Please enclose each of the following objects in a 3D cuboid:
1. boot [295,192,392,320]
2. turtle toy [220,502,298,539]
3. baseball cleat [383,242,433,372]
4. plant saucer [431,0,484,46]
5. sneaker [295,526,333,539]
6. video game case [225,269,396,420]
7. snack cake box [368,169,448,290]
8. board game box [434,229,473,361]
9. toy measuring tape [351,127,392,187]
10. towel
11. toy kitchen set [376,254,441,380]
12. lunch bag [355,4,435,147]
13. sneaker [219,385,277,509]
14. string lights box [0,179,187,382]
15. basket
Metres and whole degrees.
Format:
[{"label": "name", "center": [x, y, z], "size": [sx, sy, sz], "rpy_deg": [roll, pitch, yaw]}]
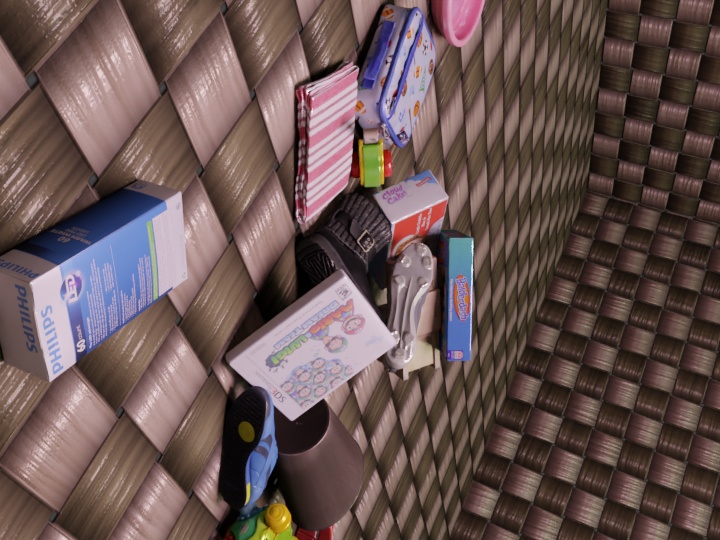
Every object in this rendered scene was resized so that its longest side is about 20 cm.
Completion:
[{"label": "boot", "center": [0.002, -0.001, 1.251], "size": [0.158, 0.078, 0.214], "rpy_deg": [-45, 113, -48]}, {"label": "turtle toy", "center": [-0.171, 0.436, 1.213], "size": [0.201, 0.099, 0.148], "rpy_deg": [-56, 153, -36]}, {"label": "baseball cleat", "center": [0.064, 0.059, 1.276], "size": [0.107, 0.068, 0.204], "rpy_deg": [119, -12, -69]}, {"label": "plant saucer", "center": [0.177, -0.510, 1.452], "size": [0.201, 0.050, 0.204], "rpy_deg": [-49, 148, -45]}, {"label": "sneaker", "center": [-0.061, 0.472, 1.547], "size": [0.115, 0.077, 0.204], "rpy_deg": [5, 102, -67]}, {"label": "video game case", "center": [-0.064, 0.111, 1.142], "size": [0.198, 0.024, 0.183], "rpy_deg": [-36, 136, 1]}, {"label": "snack cake box", "center": [0.074, -0.065, 1.380], "size": [0.113, 0.068, 0.202], "rpy_deg": [-23, 151, -19]}, {"label": "board game box", "center": [0.157, 0.038, 1.389], "size": [0.152, 0.044, 0.205], "rpy_deg": [-111, -159, -81]}, {"label": "toy measuring tape", "center": [0.017, -0.166, 1.234], "size": [0.200, 0.072, 0.075], "rpy_deg": [112, -4, -90]}, {"label": "towel", "center": [-0.051, -0.185, 1.163], "size": [0.146, 0.029, 0.204], "rpy_deg": [-45, 147, -51]}, {"label": "toy kitchen set", "center": [0.024, 0.068, 1.397], "size": [0.160, 0.180, 0.205], "rpy_deg": [-14, 113, -26]}, {"label": "lunch bag", "center": [0.053, -0.299, 1.261], "size": [0.160, 0.074, 0.204], "rpy_deg": [47, 59, -67]}, {"label": "sneaker", "center": [-0.151, 0.245, 1.163], "size": [0.078, 0.065, 0.204], "rpy_deg": [-23, 132, -53]}, {"label": "string lights box", "center": [-0.247, 0.002, 0.764], "size": [0.200, 0.058, 0.105], "rpy_deg": [-44, 144, -51]}, {"label": "basket", "center": [-0.080, 0.293, 1.302], "size": [0.202, 0.133, 0.183], "rpy_deg": [72, 33, -50]}]
